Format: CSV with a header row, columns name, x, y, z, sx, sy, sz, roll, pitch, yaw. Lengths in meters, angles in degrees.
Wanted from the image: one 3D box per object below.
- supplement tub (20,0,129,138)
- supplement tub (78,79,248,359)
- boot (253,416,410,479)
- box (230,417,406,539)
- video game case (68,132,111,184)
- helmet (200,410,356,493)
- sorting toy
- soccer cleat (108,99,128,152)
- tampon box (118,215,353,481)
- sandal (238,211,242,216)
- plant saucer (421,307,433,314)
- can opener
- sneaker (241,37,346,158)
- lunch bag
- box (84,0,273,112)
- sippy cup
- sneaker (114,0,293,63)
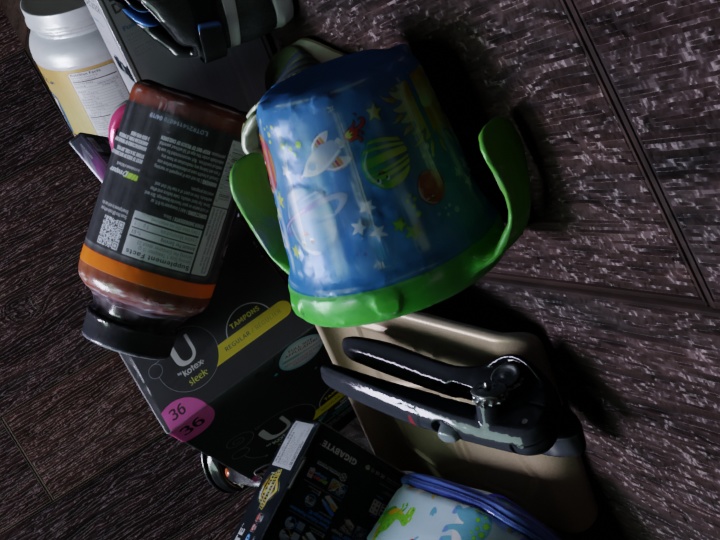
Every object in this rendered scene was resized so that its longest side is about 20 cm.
name,x,y,z,sx,sy,sz,roll,pitch,yaw
supplement tub,-0.262,-0.217,1.234,0.145,0.144,0.200,43,159,48
supplement tub,-0.151,-0.037,0.884,0.107,0.201,0.107,18,-174,-2
boot,0.024,0.207,1.030,0.200,0.174,0.069,47,170,14
box,-0.002,0.233,0.916,0.200,0.159,0.046,35,162,-24
video game case,-0.204,-0.052,1.145,0.200,0.019,0.143,52,-179,-5
helmet,-0.055,0.176,1.247,0.200,0.190,0.201,1,91,44
sorting toy,0.071,0.099,0.857,0.200,0.036,0.185,9,133,42
soccer cleat,-0.181,-0.093,1.110,0.086,0.070,0.200,-108,-9,-50
tampon box,-0.098,0.075,1.010,0.126,0.150,0.200,53,-179,25
sandal,-0.096,-0.101,1.062,0.201,0.076,0.043,72,164,-7
plant saucer,0.000,0.000,0.971,0.201,0.051,0.201,53,166,20
can opener,0.051,0.084,0.769,0.200,0.063,0.079,11,135,37
sneaker,-0.050,-0.113,0.822,0.067,0.090,0.200,64,166,-23
lunch bag,0.116,0.235,0.864,0.200,0.083,0.161,41,163,-22
box,-0.136,-0.173,0.944,0.060,0.116,0.200,44,159,54
sippy cup,0.004,-0.055,0.673,0.140,0.177,0.131,-89,-20,-69
sneaker,-0.143,-0.243,0.828,0.200,0.112,0.073,58,165,4
